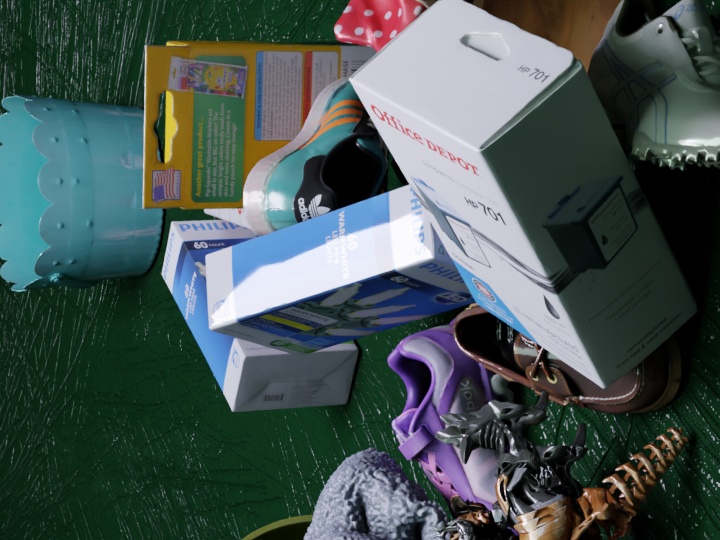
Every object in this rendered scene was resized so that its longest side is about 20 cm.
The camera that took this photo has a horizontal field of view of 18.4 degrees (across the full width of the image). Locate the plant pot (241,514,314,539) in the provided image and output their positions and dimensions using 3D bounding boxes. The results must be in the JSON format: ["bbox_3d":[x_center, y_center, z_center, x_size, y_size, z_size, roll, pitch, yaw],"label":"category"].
[{"bbox_3d":[-0.039,0.315,1.704,0.193,0.200,0.201,109,151,-62],"label":"plant pot"}]

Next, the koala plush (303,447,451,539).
[{"bbox_3d":[-0.025,0.242,1.541,0.184,0.200,0.177,57,168,20],"label":"koala plush"}]

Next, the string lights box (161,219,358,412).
[{"bbox_3d":[-0.087,0.035,1.865,0.200,0.102,0.059,-123,38,-48],"label":"string lights box"}]

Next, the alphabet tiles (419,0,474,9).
[{"bbox_3d":[0.081,-0.233,1.377,0.006,0.200,0.167,23,89,21],"label":"alphabet tiles"}]

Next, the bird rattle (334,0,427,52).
[{"bbox_3d":[0.043,-0.237,1.480,0.163,0.112,0.201,-154,80,-69],"label":"bird rattle"}]

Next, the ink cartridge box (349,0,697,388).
[{"bbox_3d":[0.098,-0.047,1.327,0.146,0.086,0.200,35,162,52],"label":"ink cartridge box"}]

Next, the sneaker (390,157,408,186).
[{"bbox_3d":[0.065,-0.119,1.558,0.104,0.060,0.200,-119,25,-42],"label":"sneaker"}]

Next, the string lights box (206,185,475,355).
[{"bbox_3d":[0.000,0.000,1.551,0.200,0.103,0.059,-18,67,36],"label":"string lights box"}]

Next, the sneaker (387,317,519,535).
[{"bbox_3d":[0.066,0.126,1.549,0.080,0.088,0.201,-39,58,59],"label":"sneaker"}]

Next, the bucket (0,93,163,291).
[{"bbox_3d":[-0.291,-0.079,2.273,0.207,0.134,0.208,179,90,-66],"label":"bucket"}]

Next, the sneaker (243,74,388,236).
[{"bbox_3d":[-0.006,-0.084,1.640,0.080,0.200,0.072,1,123,30],"label":"sneaker"}]

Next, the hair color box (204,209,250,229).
[{"bbox_3d":[-0.069,-0.091,1.865,0.200,0.064,0.111,-160,69,-63],"label":"hair color box"}]

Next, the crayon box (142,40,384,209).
[{"bbox_3d":[-0.080,-0.113,1.718,0.052,0.199,0.126,-160,70,-64],"label":"crayon box"}]

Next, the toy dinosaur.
[{"bbox_3d":[0.113,0.157,1.387,0.102,0.199,0.136,71,-177,-45],"label":"toy dinosaur"}]

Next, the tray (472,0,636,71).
[{"bbox_3d":[0.118,-0.151,1.398,0.037,0.098,0.201,-65,-11,-62],"label":"tray"}]

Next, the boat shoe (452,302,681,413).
[{"bbox_3d":[0.128,0.053,1.429,0.200,0.070,0.071,-172,82,-64],"label":"boat shoe"}]

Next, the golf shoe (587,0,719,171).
[{"bbox_3d":[0.186,-0.109,1.284,0.200,0.078,0.098,29,112,61],"label":"golf shoe"}]
